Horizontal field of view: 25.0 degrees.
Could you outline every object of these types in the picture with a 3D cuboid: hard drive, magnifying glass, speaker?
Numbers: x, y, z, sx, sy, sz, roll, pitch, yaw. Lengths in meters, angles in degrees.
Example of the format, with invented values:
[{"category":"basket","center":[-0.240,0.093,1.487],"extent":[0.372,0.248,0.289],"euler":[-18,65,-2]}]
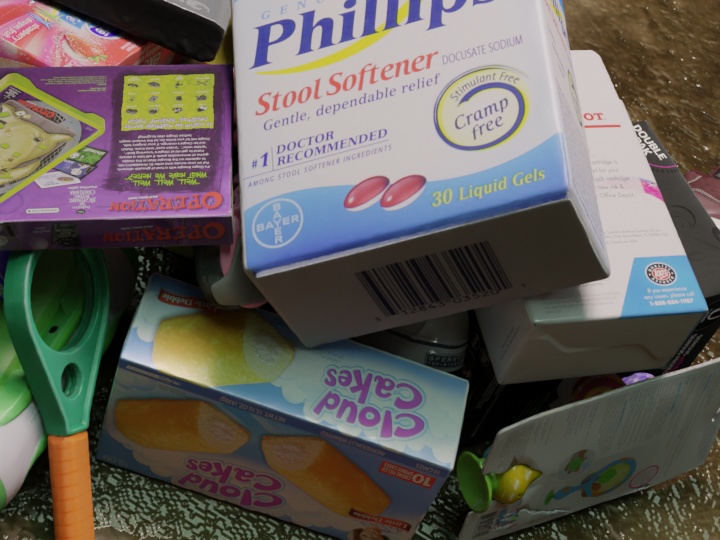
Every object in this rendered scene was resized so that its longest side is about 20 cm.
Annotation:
[{"category":"hard drive","center":[-0.147,-0.210,1.087],"extent":[0.138,0.033,0.201],"euler":[22,27,-9]},{"category":"magnifying glass","center":[-0.165,0.070,0.914],"extent":[0.022,0.202,0.079],"euler":[2,7,26]},{"category":"speaker","center":[-0.203,0.053,0.956],"extent":[0.088,0.089,0.201],"euler":[25,50,1]}]

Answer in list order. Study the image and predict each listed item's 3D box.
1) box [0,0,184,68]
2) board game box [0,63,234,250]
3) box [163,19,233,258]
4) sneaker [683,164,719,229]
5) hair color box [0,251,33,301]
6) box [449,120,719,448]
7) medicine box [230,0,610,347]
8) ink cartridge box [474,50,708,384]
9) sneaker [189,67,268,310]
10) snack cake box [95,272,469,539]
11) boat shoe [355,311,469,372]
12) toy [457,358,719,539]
[{"category":"box","center":[-0.191,-0.132,1.055],"extent":[0.102,0.095,0.200],"euler":[27,28,3]},{"category":"board game box","center":[-0.169,-0.064,0.901],"extent":[0.198,0.032,0.121],"euler":[-1,46,-2]},{"category":"box","center":[-0.096,-0.107,1.124],"extent":[0.050,0.076,0.201],"euler":[23,51,0]},{"category":"sneaker","center":[0.328,-0.034,1.217],"extent":[0.198,0.076,0.116],"euler":[17,47,-5]},{"category":"hair color box","center":[-0.301,0.007,0.918],"extent":[0.199,0.065,0.109],"euler":[-33,57,-10]},{"category":"box","center":[0.125,0.006,1.080],"extent":[0.198,0.125,0.149],"euler":[-12,59,-27]},{"category":"medicine box","center":[0.029,-0.081,0.913],"extent":[0.180,0.103,0.202],"euler":[-14,60,14]},{"category":"ink cartridge box","center":[0.116,-0.037,0.985],"extent":[0.114,0.068,0.201],"euler":[-3,56,-19]},{"category":"sneaker","center":[-0.094,-0.044,0.973],"extent":[0.094,0.079,0.201],"euler":[-13,39,8]},{"category":"snack cake box","center":[-0.048,0.089,0.963],"extent":[0.198,0.115,0.068],"euler":[18,50,-4]},{"category":"boat shoe","center":[0.000,0.000,1.025],"extent":[0.071,0.066,0.200],"euler":[0,19,-31]},{"category":"toy","center":[0.146,0.099,1.017],"extent":[0.199,0.116,0.047],"euler":[-17,51,-29]}]
